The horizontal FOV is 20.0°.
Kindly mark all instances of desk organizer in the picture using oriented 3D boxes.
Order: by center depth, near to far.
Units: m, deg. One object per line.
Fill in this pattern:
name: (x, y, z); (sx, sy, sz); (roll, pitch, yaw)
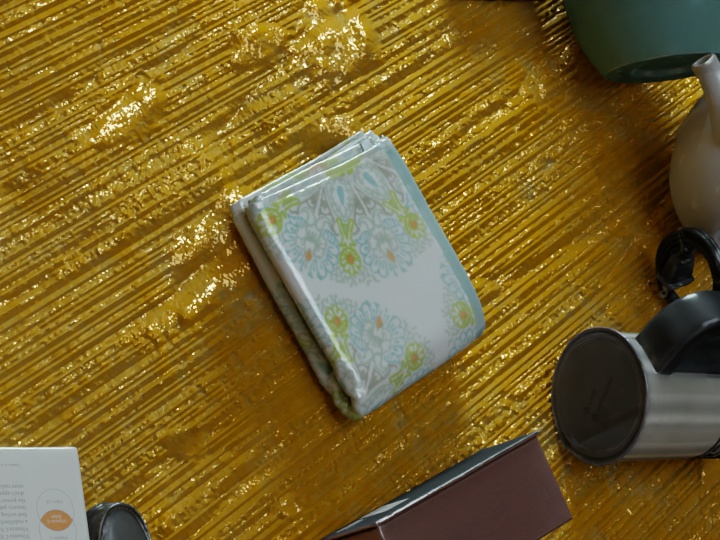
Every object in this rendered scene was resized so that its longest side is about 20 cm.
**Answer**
desk organizer: (0.071, 0.202, 1.597); (0.200, 0.072, 0.077); (-23, 89, -43)

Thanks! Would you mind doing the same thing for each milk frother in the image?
milk frother: (0.260, 0.063, 1.790); (0.188, 0.181, 0.200); (4, 25, -39)

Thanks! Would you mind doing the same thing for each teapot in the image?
teapot: (0.368, -0.118, 1.918); (0.197, 0.200, 0.146); (-13, 66, -30)

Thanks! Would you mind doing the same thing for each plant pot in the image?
plant pot: (0.280, -0.265, 1.900); (0.200, 0.200, 0.161); (-2, 82, -40)

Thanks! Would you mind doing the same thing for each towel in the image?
towel: (0.000, 0.000, 1.646); (0.171, 0.048, 0.200); (-30, 91, -40)

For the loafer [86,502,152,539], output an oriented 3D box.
loafer: (-0.145, 0.251, 1.393); (0.073, 0.072, 0.200); (-4, 73, -39)

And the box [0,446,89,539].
box: (-0.245, 0.221, 1.307); (0.124, 0.097, 0.200); (5, 67, -39)
